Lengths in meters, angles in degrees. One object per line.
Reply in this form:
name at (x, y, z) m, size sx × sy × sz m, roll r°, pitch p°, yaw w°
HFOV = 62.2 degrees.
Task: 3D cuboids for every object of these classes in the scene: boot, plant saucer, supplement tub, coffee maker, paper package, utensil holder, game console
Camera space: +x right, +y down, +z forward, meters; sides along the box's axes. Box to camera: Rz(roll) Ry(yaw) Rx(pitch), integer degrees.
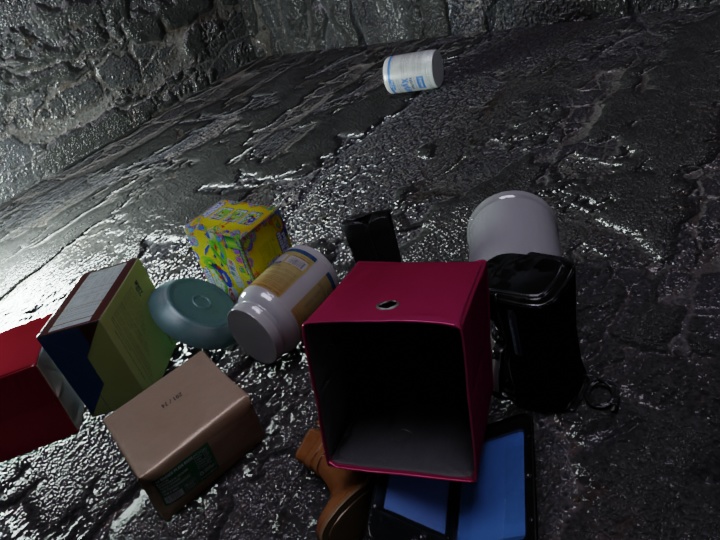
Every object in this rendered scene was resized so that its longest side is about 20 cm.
boot at (0.001, 0.000, 1.111) m, size 0.160 × 0.204 × 0.066 m, roll -17°, pitch 31°, yaw 0°
plant saucer at (-0.324, 0.075, 1.201) m, size 0.196 × 0.036 × 0.202 m, roll 25°, pitch 28°, yaw -14°
supplement tub at (0.191, -0.721, 2.170) m, size 0.195 × 0.135 × 0.133 m, roll 2°, pitch 36°, yaw 29°
coffee maker at (0.265, 0.085, 0.851) m, size 0.186 × 0.204 × 0.136 m, roll -4°, pitch 34°, yaw 21°
supplement tub at (-0.145, 0.063, 1.141) m, size 0.142 × 0.148 × 0.200 m, roll 9°, pitch 40°, yaw 36°
paper package at (-0.281, 0.254, 0.963) m, size 0.198 × 0.106 × 0.189 m, roll -34°, pitch 35°, yaw -26°
boot at (-0.038, 0.277, 0.827) m, size 0.152 × 0.079 × 0.200 m, roll 10°, pitch 39°, yaw 34°
utensil holder at (0.267, -0.012, 1.034) m, size 0.165 × 0.173 × 0.203 m, roll -7°, pitch 36°, yaw 16°
game console at (0.115, 0.253, 0.744) m, size 0.172 × 0.118 × 0.202 m, roll 23°, pitch 37°, yaw -2°

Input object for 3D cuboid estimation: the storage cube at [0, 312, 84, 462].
storage cube at (-0.638, 0.222, 1.124) m, size 0.175 × 0.175 × 0.201 m, roll -20°, pitch 31°, yaw -7°

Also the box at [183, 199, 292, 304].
box at (-0.243, -0.025, 1.270) m, size 0.189 × 0.204 × 0.122 m, roll 12°, pitch 41°, yaw 37°

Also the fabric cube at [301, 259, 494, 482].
fabric cube at (0.062, 0.113, 0.759) m, size 0.190 × 0.206 × 0.200 m, roll -1°, pitch 21°, yaw 21°

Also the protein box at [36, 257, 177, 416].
protein box at (-0.474, 0.126, 1.157) m, size 0.131 × 0.203 × 0.202 m, roll -13°, pitch 31°, yaw 10°

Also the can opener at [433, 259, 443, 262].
can opener at (0.101, 0.067, 1.100) m, size 0.199 × 0.064 × 0.079 m, roll -40°, pitch 64°, yaw -15°
